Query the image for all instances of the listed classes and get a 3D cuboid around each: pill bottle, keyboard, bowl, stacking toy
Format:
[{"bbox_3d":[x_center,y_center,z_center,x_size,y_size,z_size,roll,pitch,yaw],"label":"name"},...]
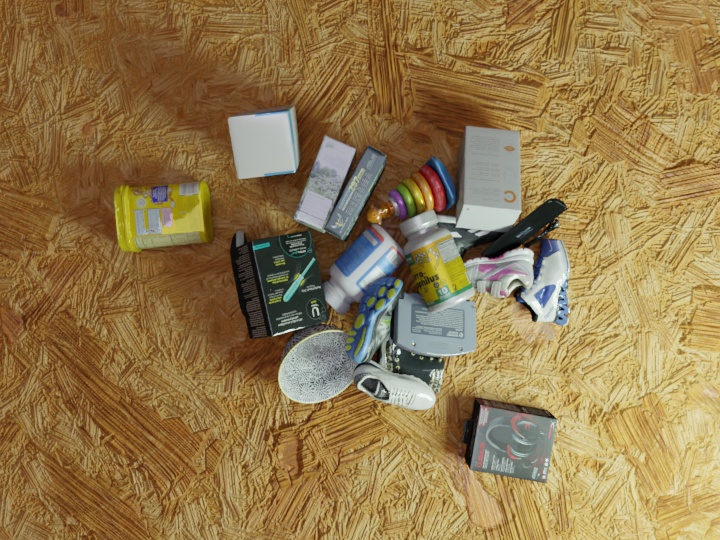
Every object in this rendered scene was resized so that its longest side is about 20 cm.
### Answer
[{"bbox_3d":[0.000,0.000,1.300,0.200,0.112,0.112,-44,90,1],"label":"pill bottle"},{"bbox_3d":[0.367,-0.085,1.270,0.199,0.126,0.021,-41,53,30],"label":"keyboard"},{"bbox_3d":[-0.101,0.189,1.298,0.197,0.094,0.204,-13,126,-18],"label":"bowl"},{"bbox_3d":[0.159,-0.021,1.244,0.111,0.113,0.203,-23,88,2],"label":"pill bottle"},{"bbox_3d":[0.103,-0.155,1.281,0.197,0.110,0.118,-27,90,-9],"label":"stacking toy"}]

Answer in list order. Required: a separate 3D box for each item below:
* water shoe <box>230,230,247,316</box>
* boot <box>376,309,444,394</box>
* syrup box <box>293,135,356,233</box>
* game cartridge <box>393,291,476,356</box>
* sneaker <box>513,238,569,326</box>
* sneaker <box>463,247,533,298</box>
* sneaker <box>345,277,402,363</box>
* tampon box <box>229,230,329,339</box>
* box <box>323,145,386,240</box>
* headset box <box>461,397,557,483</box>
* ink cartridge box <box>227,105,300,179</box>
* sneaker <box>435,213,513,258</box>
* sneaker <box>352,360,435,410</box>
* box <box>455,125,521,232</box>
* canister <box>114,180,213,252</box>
[{"bbox_3d":[-0.250,0.007,1.338,0.078,0.071,0.204,-8,89,-26],"label":"water shoe"},{"bbox_3d":[0.116,0.183,1.323,0.150,0.073,0.208,5,93,-3],"label":"boot"},{"bbox_3d":[-0.079,-0.193,1.313,0.077,0.081,0.203,21,91,-1],"label":"syrup box"},{"bbox_3d":[0.167,0.124,1.295,0.196,0.041,0.136,8,79,-18],"label":"game cartridge"},{"bbox_3d":[0.406,0.029,1.307,0.113,0.081,0.204,-4,92,-1],"label":"sneaker"},{"bbox_3d":[0.294,0.018,1.285,0.197,0.081,0.090,-16,65,18],"label":"sneaker"},{"bbox_3d":[0.034,0.106,1.253,0.070,0.083,0.202,20,80,34],"label":"sneaker"},{"bbox_3d":[-0.177,0.032,1.265,0.148,0.125,0.204,-12,89,-35],"label":"tampon box"},{"bbox_3d":[-0.010,-0.164,1.274,0.050,0.158,0.203,28,92,0],"label":"box"},{"bbox_3d":[0.330,0.383,1.317,0.196,0.075,0.152,10,92,1],"label":"headset box"},{"bbox_3d":[-0.201,-0.286,1.267,0.126,0.200,0.128,-6,109,1],"label":"ink cartridge box"},{"bbox_3d":[0.254,-0.062,1.320,0.196,0.073,0.114,8,99,4],"label":"sneaker"},{"bbox_3d":[0.073,0.264,1.257,0.197,0.081,0.078,20,101,-8],"label":"sneaker"},{"bbox_3d":[0.277,-0.199,1.261,0.122,0.098,0.204,6,66,1],"label":"box"},{"bbox_3d":[-0.445,-0.125,1.321,0.196,0.087,0.152,-5,91,0],"label":"canister"}]
